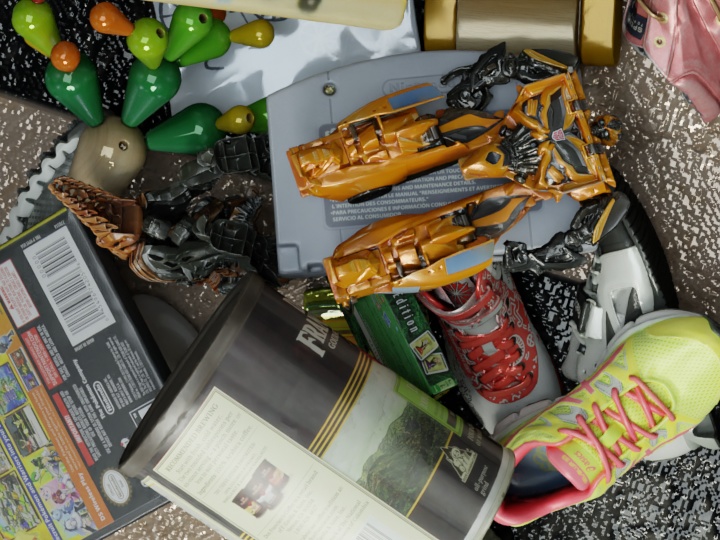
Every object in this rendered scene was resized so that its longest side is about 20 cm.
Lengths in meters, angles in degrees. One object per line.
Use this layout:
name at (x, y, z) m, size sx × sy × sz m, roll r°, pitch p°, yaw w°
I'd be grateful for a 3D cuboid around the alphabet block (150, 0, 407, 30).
alphabet block at (-0.089, -0.261, 1.489) m, size 0.196 × 0.200 × 0.196 m, roll 26°, pitch 109°, yaw 46°

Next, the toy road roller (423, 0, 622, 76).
toy road roller at (0.098, -0.212, 1.541) m, size 0.122 × 0.146 × 0.201 m, roll 3°, pitch 99°, yaw 12°

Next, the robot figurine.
robot figurine at (0.064, -0.057, 1.490) m, size 0.199 × 0.058 × 0.145 m, roll -19°, pitch 81°, yaw -1°

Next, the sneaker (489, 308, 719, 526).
sneaker at (0.155, 0.102, 1.549) m, size 0.078 × 0.090 × 0.200 m, roll 46°, pitch 118°, yaw -7°

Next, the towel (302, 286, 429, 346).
towel at (0.012, 0.108, 1.676) m, size 0.086 × 0.018 × 0.201 m, roll -4°, pitch 98°, yaw 13°

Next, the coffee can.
coffee can at (-0.027, 0.116, 1.515) m, size 0.200 × 0.146 × 0.147 m, roll 35°, pitch 104°, yaw -6°

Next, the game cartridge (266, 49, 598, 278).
game cartridge at (0.043, -0.069, 1.540) m, size 0.199 × 0.042 × 0.134 m, roll -4°, pitch 76°, yaw 1°

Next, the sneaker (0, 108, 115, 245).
sneaker at (-0.203, -0.015, 1.681) m, size 0.090 × 0.066 × 0.200 m, roll 33°, pitch 103°, yaw -3°

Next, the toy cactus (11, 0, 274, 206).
toy cactus at (-0.149, -0.113, 1.600) m, size 0.200 × 0.102 × 0.165 m, roll 17°, pitch 117°, yaw -32°

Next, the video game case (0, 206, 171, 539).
video game case at (-0.212, 0.086, 1.612) m, size 0.180 × 0.025 × 0.200 m, roll -29°, pitch 86°, yaw 15°

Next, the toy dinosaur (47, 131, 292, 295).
toy dinosaur at (-0.110, -0.021, 1.592) m, size 0.136 × 0.200 × 0.102 m, roll -21°, pitch 82°, yaw 43°

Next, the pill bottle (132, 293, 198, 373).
pill bottle at (-0.193, 0.111, 1.675) m, size 0.200 × 0.104 × 0.104 m, roll -37°, pitch 90°, yaw 14°

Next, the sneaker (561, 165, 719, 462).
sneaker at (0.165, 0.033, 1.602) m, size 0.088 × 0.074 × 0.201 m, roll -16°, pitch 98°, yaw 16°

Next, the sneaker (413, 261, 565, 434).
sneaker at (0.075, 0.037, 1.604) m, size 0.067 × 0.108 × 0.202 m, roll -17°, pitch 95°, yaw 14°

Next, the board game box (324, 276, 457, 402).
board game box at (0.000, 0.000, 1.601) m, size 0.023 × 0.105 × 0.200 m, roll -23°, pitch 81°, yaw -19°

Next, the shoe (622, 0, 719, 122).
shoe at (0.192, -0.183, 1.531) m, size 0.091 × 0.072 × 0.200 m, roll -41°, pitch 118°, yaw 5°

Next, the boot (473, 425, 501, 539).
boot at (0.070, 0.165, 1.643) m, size 0.199 × 0.068 × 0.131 m, roll 6°, pitch 94°, yaw 2°

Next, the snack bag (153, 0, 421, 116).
snack bag at (-0.051, -0.200, 1.639) m, size 0.188 × 0.021 × 0.201 m, roll -8°, pitch 96°, yaw 14°
